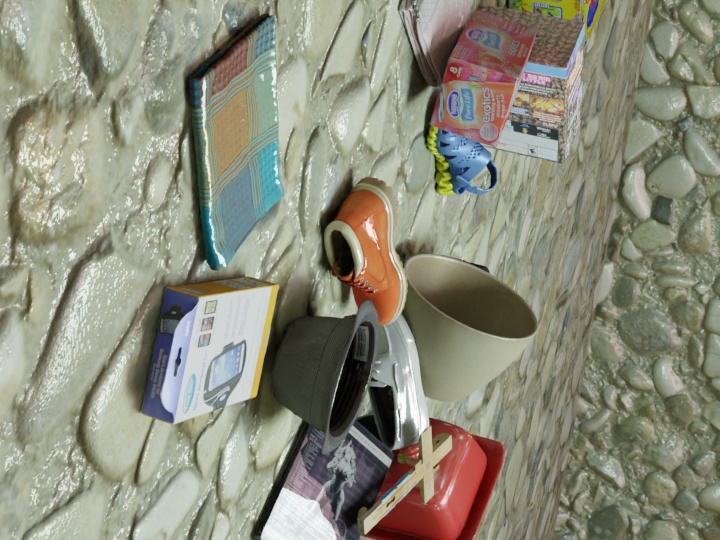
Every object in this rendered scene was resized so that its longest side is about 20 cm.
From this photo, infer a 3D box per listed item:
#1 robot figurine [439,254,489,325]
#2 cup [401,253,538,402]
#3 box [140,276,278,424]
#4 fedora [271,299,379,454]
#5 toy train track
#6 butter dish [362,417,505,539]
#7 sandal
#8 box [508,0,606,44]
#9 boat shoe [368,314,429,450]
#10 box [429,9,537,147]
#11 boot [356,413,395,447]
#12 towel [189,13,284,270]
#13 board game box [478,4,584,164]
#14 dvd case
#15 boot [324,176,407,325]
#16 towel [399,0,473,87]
[{"bbox_3d":[0.126,0.083,1.853,0.125,0.149,0.202,-15,119,-88],"label":"robot figurine"},{"bbox_3d":[0.122,0.092,1.711,0.144,0.199,0.200,-65,166,23],"label":"cup"},{"bbox_3d":[-0.144,0.072,1.187,0.200,0.041,0.120,-5,109,-68],"label":"box"},{"bbox_3d":[-0.045,0.110,1.419,0.200,0.089,0.179,-27,131,-74],"label":"fedora"},{"bbox_3d":[0.052,0.270,1.629,0.200,0.032,0.116,-37,133,-43],"label":"toy train track"},{"bbox_3d":[0.080,0.273,1.760,0.200,0.198,0.149,-63,150,-33],"label":"butter dish"},{"bbox_3d":[0.147,-0.170,1.778,0.080,0.086,0.200,-66,158,-21],"label":"sandal"},{"bbox_3d":[0.318,-0.474,1.988,0.194,0.121,0.201,81,29,-48],"label":"box"},{"bbox_3d":[0.032,0.137,1.649,0.068,0.072,0.202,-20,105,-41],"label":"boat shoe"},{"bbox_3d":[0.165,-0.258,1.664,0.200,0.094,0.103,-64,172,-57],"label":"box"},{"bbox_3d":[-0.016,0.296,1.685,0.200,0.072,0.145,-45,147,-42],"label":"boot"},{"bbox_3d":[-0.110,-0.117,1.165,0.147,0.021,0.202,-55,153,-48],"label":"towel"},{"bbox_3d":[0.240,-0.272,1.853,0.201,0.158,0.097,80,30,-53],"label":"board game box"},{"bbox_3d":[-0.041,0.276,1.557,0.149,0.016,0.201,44,57,-32],"label":"dvd case"},{"bbox_3d":[0.000,0.000,1.511,0.107,0.074,0.202,-52,142,-44],"label":"boot"},{"bbox_3d":[0.110,-0.364,1.606,0.191,0.032,0.202,56,52,-66],"label":"towel"}]
